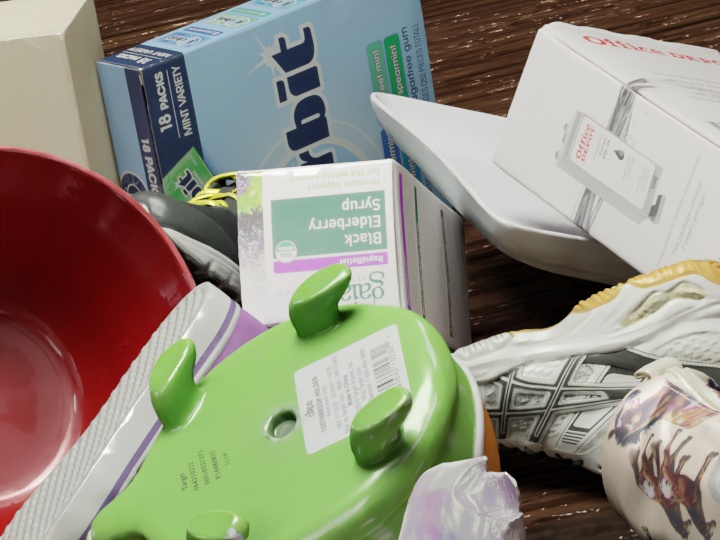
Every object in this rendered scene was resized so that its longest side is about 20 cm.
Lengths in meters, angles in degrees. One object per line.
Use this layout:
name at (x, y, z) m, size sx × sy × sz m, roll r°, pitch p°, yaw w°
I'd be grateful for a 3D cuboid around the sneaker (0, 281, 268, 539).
sneaker at (-0.085, 0.117, 1.306) m, size 0.201 × 0.114 × 0.073 m, roll -52°, pitch 17°, yaw -14°

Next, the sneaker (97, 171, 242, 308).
sneaker at (-0.075, -0.017, 1.500) m, size 0.074 × 0.085 × 0.200 m, roll 0°, pitch -15°, yaw 22°

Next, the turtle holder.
turtle holder at (-0.023, 0.106, 1.222) m, size 0.186 × 0.132 × 0.141 m, roll -46°, pitch 39°, yaw -10°

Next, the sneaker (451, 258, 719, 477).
sneaker at (0.094, 0.067, 1.358) m, size 0.199 × 0.088 × 0.076 m, roll -24°, pitch -9°, yaw 28°

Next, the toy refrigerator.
toy refrigerator at (-0.166, -0.040, 1.558) m, size 0.070 × 0.201 × 0.076 m, roll -6°, pitch 22°, yaw 10°

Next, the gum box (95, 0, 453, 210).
gum box at (-0.042, -0.065, 1.610) m, size 0.199 × 0.171 × 0.044 m, roll -26°, pitch 26°, yaw -36°

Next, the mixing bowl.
mixing bowl at (-0.178, 0.053, 1.392) m, size 0.199 × 0.201 × 0.108 m, roll -16°, pitch -13°, yaw -18°

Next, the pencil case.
pencil case at (0.182, 0.097, 1.217) m, size 0.077 × 0.090 × 0.200 m, roll -4°, pitch 15°, yaw -32°

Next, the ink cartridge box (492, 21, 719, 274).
ink cartridge box at (0.185, -0.043, 1.463) m, size 0.146 × 0.083 × 0.200 m, roll 6°, pitch 22°, yaw -37°

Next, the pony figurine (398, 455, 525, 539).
pony figurine at (0.010, 0.158, 1.076) m, size 0.199 × 0.167 × 0.193 m, roll -22°, pitch 9°, yaw -18°

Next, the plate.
plate at (0.120, -0.033, 1.557) m, size 0.199 × 0.032 × 0.200 m, roll 10°, pitch 19°, yaw -25°

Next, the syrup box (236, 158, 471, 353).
syrup box at (0.000, 0.000, 1.437) m, size 0.078 × 0.082 × 0.200 m, roll -5°, pitch -9°, yaw 11°
